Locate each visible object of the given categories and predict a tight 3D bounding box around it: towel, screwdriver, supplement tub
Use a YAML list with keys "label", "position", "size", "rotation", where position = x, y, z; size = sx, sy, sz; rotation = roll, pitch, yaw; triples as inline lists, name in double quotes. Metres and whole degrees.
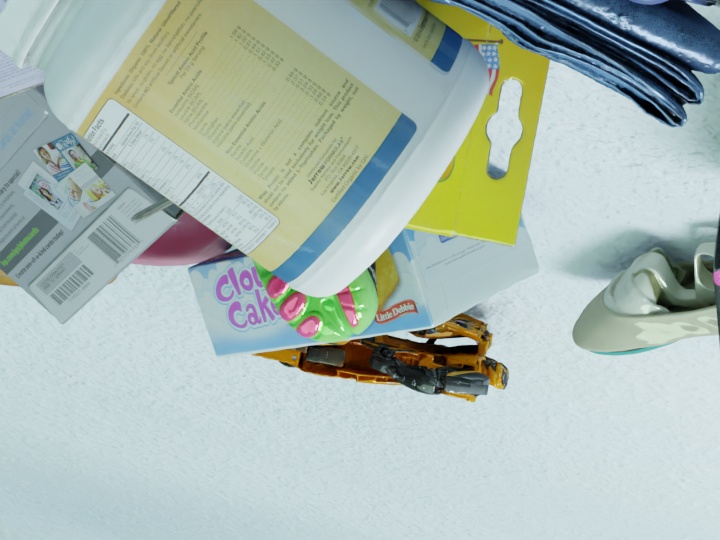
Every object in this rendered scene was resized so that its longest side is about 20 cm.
- label: "towel"
  position: [0.070, -0.137, 0.822]
  size: [0.199, 0.049, 0.112]
  rotation: [22, -160, -18]
- label: "screwdriver"
  position: [-0.086, -0.059, 1.030]
  size: [0.028, 0.029, 0.200]
  rotation: [10, -165, 19]
- label: "supplement tub"
  position: [-0.056, -0.097, 0.825]
  size: [0.200, 0.145, 0.145]
  rotation: [36, 153, -8]

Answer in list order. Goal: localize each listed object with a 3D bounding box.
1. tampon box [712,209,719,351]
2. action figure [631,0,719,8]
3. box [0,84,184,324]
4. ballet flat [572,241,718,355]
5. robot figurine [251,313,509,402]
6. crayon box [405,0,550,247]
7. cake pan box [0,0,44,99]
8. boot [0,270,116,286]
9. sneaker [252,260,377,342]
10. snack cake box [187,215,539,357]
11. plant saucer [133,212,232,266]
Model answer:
- label: "tampon box"
  position: [0.296, -0.015, 0.936]
  size: [0.199, 0.127, 0.150]
  rotation: [6, 156, 17]
- label: "action figure"
  position: [0.165, -0.164, 0.764]
  size: [0.193, 0.105, 0.200]
  rotation: [9, -173, 26]
- label: "box"
  position: [-0.212, -0.074, 1.066]
  size: [0.200, 0.041, 0.156]
  rotation: [42, 137, -10]
- label: "ballet flat"
  position: [0.215, 0.011, 1.136]
  size: [0.199, 0.070, 0.069]
  rotation: [-8, 149, 37]
- label: "robot figurine"
  position: [0.012, 0.052, 1.294]
  size: [0.199, 0.058, 0.145]
  rotation: [10, -174, 7]
- label: "crayon box"
  position: [-0.004, -0.093, 0.929]
  size: [0.199, 0.128, 0.051]
  rotation: [12, -162, 5]
- label: "cake pan box"
  position: [-0.219, -0.160, 0.902]
  size: [0.199, 0.052, 0.184]
  rotation: [-19, 147, 12]
- label: "boot"
  position: [-0.289, -0.024, 1.320]
  size: [0.201, 0.071, 0.144]
  rotation: [17, -179, 35]
- label: "sneaker"
  position: [-0.047, -0.055, 1.019]
  size: [0.076, 0.201, 0.084]
  rotation: [-18, -169, 14]
- label: "snack cake box"
  position: [0.000, 0.000, 1.140]
  size: [0.199, 0.067, 0.115]
  rotation: [-11, -169, 43]
- label: "plant saucer"
  position: [-0.172, -0.068, 1.171]
  size: [0.200, 0.051, 0.201]
  rotation: [11, 156, 5]
